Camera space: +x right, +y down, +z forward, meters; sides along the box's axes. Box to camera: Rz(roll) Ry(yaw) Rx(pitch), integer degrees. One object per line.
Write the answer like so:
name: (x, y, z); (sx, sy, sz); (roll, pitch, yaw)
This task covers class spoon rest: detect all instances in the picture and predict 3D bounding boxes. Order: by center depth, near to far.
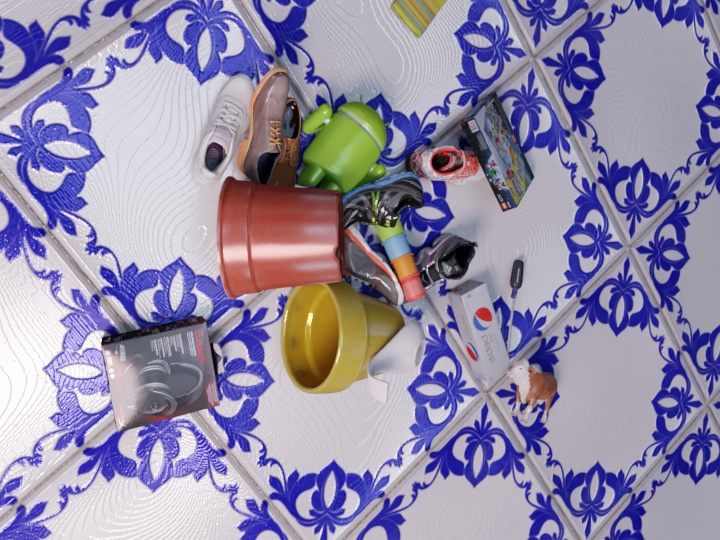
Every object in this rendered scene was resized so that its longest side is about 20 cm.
spoon rest: (0.063, 0.157, 1.161); (0.199, 0.059, 0.102); (-38, 138, -56)

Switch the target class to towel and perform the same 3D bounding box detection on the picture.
towel: (0.142, -0.564, 1.299); (0.086, 0.018, 0.202); (40, 79, -26)

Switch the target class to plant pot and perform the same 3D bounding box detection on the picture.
plant pot: (-0.124, -0.055, 1.105); (0.188, 0.201, 0.208); (0, 96, 3)
plant pot: (-0.021, 0.120, 1.212); (0.185, 0.198, 0.208); (6, 93, -37)

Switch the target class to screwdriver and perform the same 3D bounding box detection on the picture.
screwdriver: (0.324, 0.076, 1.411); (0.028, 0.028, 0.206); (21, 75, -27)

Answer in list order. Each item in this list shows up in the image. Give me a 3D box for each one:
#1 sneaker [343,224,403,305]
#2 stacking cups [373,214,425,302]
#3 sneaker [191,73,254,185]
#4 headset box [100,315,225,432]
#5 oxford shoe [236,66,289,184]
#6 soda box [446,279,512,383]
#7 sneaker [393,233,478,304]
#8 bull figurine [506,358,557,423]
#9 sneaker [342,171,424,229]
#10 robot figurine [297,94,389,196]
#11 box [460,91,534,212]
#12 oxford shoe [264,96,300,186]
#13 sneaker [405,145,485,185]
sneaker: (0.000, 0.000, 1.255); (0.082, 0.077, 0.201); (-41, 88, -13)
stacking cups: (0.071, -0.040, 1.264); (0.059, 0.060, 0.206); (-17, 83, -19)
sneaker: (-0.226, -0.242, 1.133); (0.073, 0.099, 0.206); (21, 86, -20)
headset box: (-0.335, 0.173, 1.141); (0.194, 0.077, 0.154); (-10, 99, -20)
oxford shoe: (-0.151, -0.240, 1.122); (0.070, 0.073, 0.204); (-10, 133, -41)
soda box: (0.251, 0.127, 1.386); (0.067, 0.063, 0.205); (-24, 105, -18)
sneaker: (0.148, -0.001, 1.288); (0.199, 0.139, 0.078); (-43, 109, -13)
bull figurine: (0.370, 0.260, 1.419); (0.197, 0.064, 0.125); (18, 91, -48)
sneaker: (0.030, -0.113, 1.202); (0.195, 0.071, 0.085); (-23, 73, -10)
robot figurine: (-0.029, -0.219, 1.207); (0.175, 0.115, 0.202); (41, 80, -21)
box: (0.282, -0.242, 1.340); (0.203, 0.037, 0.137); (60, 40, -16)
oxford shoe: (-0.141, -0.210, 1.187); (0.069, 0.071, 0.207); (1, 96, -23)
sneaker: (0.196, -0.207, 1.306); (0.195, 0.107, 0.070); (0, 95, -22)
